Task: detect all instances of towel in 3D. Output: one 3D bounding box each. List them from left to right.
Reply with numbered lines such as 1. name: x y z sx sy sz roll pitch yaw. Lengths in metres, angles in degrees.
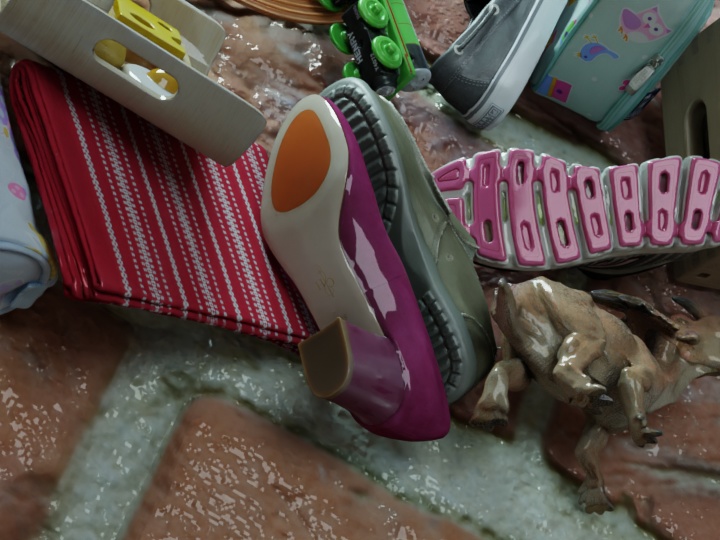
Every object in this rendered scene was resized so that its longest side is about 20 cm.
1. towel: -0.099 -0.030 1.144 0.200 0.022 0.145 17 47 -52

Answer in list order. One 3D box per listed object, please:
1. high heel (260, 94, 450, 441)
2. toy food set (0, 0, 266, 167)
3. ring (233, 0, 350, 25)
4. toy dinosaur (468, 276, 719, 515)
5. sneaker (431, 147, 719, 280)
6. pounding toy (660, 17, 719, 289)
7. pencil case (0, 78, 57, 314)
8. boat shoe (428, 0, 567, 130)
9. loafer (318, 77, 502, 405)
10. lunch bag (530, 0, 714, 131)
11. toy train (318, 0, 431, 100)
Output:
1. high heel: 0.000 0.000 1.187 0.096 0.067 0.201 28 48 -44
2. toy food set: -0.124 -0.137 1.161 0.143 0.061 0.200 31 13 -18
3. ring: -0.057 -0.234 1.359 0.199 0.019 0.201 16 53 -22
4. toy dinosaur: 0.124 0.042 1.216 0.200 0.086 0.136 34 43 -31
5. sneaker: 0.128 -0.029 1.302 0.199 0.087 0.074 -3 77 -8
6. pounding toy: 0.290 -0.080 1.409 0.183 0.142 0.201 10 65 -25
7. pencil case: -0.215 -0.071 1.104 0.090 0.083 0.201 -4 61 -29
8. boat shoe: 0.091 -0.175 1.383 0.066 0.070 0.201 33 55 -10
9. loafer: 0.022 -0.014 1.231 0.070 0.075 0.201 2 65 -57
10. lunch bag: 0.188 -0.194 1.387 0.077 0.160 0.201 31 47 -9
11. toy train: -0.004 -0.190 1.325 0.056 0.042 0.201 5 58 -43
